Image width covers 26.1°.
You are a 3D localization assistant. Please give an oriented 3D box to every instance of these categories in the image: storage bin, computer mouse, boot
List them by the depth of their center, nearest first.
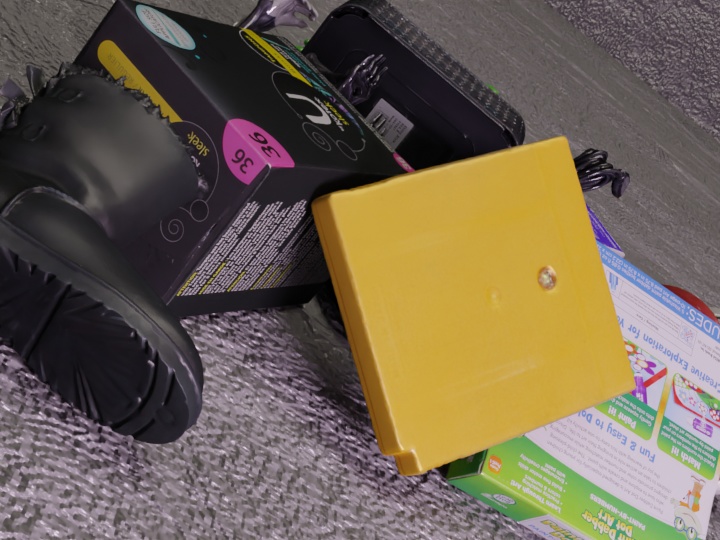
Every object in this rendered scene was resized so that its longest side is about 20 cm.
[{"bbox_3d":[-0.133,-0.018,0.819,0.197,0.074,0.163,36,38,4],"label":"boot"},{"bbox_3d":[0.160,-0.051,1.329,0.200,0.139,0.046,65,4,-69],"label":"computer mouse"},{"bbox_3d":[0.031,-0.127,1.337,0.199,0.136,0.094,39,19,-3],"label":"storage bin"}]

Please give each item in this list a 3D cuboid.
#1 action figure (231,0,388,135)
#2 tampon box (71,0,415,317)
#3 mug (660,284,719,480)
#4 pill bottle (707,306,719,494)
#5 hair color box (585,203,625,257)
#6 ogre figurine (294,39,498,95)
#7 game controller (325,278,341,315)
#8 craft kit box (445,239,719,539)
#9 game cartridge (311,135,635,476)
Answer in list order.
[{"bbox_3d":[-0.063,-0.139,1.164,0.199,0.120,0.102,23,47,37],"label":"action figure"},{"bbox_3d":[-0.089,-0.068,0.993,0.150,0.127,0.199,46,20,17],"label":"tampon box"},{"bbox_3d":[0.202,0.079,1.202,0.177,0.135,0.199,28,12,36],"label":"mug"},{"bbox_3d":[0.315,0.109,1.390,0.116,0.117,0.200,38,18,-5],"label":"pill bottle"},{"bbox_3d":[0.114,-0.011,1.194,0.065,0.109,0.199,54,19,23],"label":"hair color box"},{"bbox_3d":[0.025,-0.169,1.450,0.120,0.197,0.099,44,37,-85],"label":"ogre figurine"},{"bbox_3d":[0.000,0.000,1.166,0.104,0.042,0.201,44,13,-40],"label":"game controller"},{"bbox_3d":[0.170,0.096,1.071,0.199,0.048,0.199,32,60,-23],"label":"craft kit box"},{"bbox_3d":[0.075,0.019,0.983,0.198,0.032,0.178,-15,89,-33],"label":"game cartridge"}]
